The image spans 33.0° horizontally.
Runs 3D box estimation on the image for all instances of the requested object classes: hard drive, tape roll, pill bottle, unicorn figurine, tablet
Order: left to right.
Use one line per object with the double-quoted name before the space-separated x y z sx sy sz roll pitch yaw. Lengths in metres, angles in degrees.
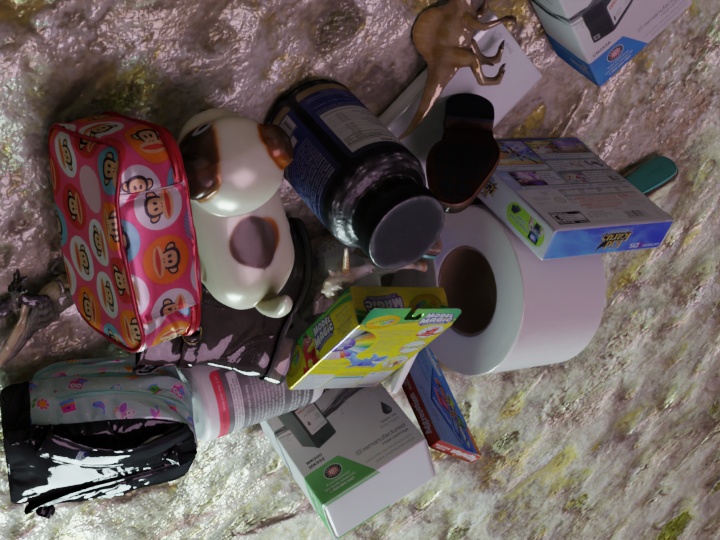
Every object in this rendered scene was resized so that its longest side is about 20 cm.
"pill bottle" -0.108 0.112 1.385 0.199 0.111 0.111 -18 136 -26
"pill bottle" -0.006 -0.094 1.200 0.111 0.200 0.112 -22 138 -21
"unicorn figurine" 0.000 0.000 1.306 0.137 0.200 0.074 -3 98 -27
"tablet" 0.057 0.037 1.401 0.014 0.200 0.131 18 118 -11
"hard drive" 0.101 -0.179 1.348 0.200 0.026 0.132 -45 141 7
"tape roll" 0.175 0.019 1.461 0.139 0.203 0.203 -5 130 -36

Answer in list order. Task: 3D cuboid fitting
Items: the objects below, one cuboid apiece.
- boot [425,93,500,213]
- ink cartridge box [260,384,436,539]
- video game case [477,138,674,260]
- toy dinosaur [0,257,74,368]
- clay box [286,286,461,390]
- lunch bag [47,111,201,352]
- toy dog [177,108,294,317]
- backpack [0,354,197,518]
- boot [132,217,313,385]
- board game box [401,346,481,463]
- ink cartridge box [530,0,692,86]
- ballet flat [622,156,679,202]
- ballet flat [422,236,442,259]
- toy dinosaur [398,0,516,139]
"boot" 0.106 -0.095 1.270 0.074 0.200 0.097 9 129 7
"ink cartridge box" -0.025 0.197 1.467 0.146 0.200 0.084 -31 138 -12
"video game case" 0.235 -0.088 1.423 0.199 0.181 0.046 -5 131 -36
"toy dinosaur" -0.327 0.037 1.186 0.200 0.048 0.088 -44 149 9
"clay box" 0.010 0.067 1.276 0.114 0.048 0.200 1 152 -30
"lunch bag" -0.222 -0.038 1.095 0.082 0.176 0.201 -19 115 -36
"toy dog" -0.128 -0.063 1.144 0.139 0.194 0.200 -15 145 -15
"backpack" -0.272 0.165 1.278 0.199 0.127 0.167 -7 145 -16
"boot" -0.148 0.024 1.285 0.173 0.069 0.201 14 79 -20
"board game box" 0.079 0.140 1.499 0.019 0.201 0.103 -38 144 20
"ink cartridge box" 0.257 -0.318 1.297 0.145 0.084 0.200 -41 142 1
"ballet flat" 0.342 -0.088 1.610 0.199 0.068 0.062 -23 149 -21
"ballet flat" 0.036 -0.065 1.287 0.068 0.200 0.068 9 100 -23
"toy dinosaur" 0.101 -0.229 1.267 0.101 0.058 0.201 12 112 -5
